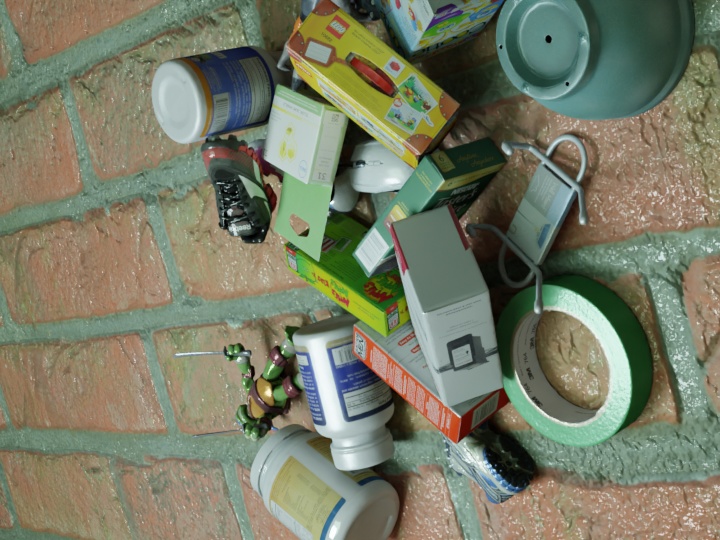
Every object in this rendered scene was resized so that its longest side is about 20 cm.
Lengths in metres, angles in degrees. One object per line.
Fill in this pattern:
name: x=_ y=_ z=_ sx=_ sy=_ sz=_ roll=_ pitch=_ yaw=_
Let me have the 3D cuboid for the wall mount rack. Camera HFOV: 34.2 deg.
wall mount rack: x=0.202 y=-0.051 z=1.336 sx=0.174 sy=0.074 sz=0.202 roll=49 pitch=127 yaw=42

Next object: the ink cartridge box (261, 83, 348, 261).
ink cartridge box: x=-0.083 y=-0.131 z=1.543 sx=0.145 sy=0.047 sz=0.202 roll=34 pitch=114 yaw=55

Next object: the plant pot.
plant pot: x=0.226 y=-0.247 z=1.222 sx=0.199 sy=0.133 sz=0.203 roll=21 pitch=120 yaw=41

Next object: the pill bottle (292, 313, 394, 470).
pill bottle: x=-0.017 y=0.171 z=1.654 sx=0.119 sy=0.119 sz=0.203 roll=-5 pitch=101 yaw=47

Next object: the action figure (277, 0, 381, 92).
action figure: x=-0.028 y=-0.321 z=1.488 sx=0.199 sy=0.104 sz=0.196 roll=30 pitch=126 yaw=32

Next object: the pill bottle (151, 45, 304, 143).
pill bottle: x=-0.175 y=-0.246 z=1.599 sx=0.111 sy=0.199 sz=0.113 roll=20 pitch=119 yaw=40

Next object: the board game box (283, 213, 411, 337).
board game box: x=0.000 y=0.000 z=1.573 sx=0.199 sy=0.101 sz=0.048 roll=33 pitch=146 yaw=36

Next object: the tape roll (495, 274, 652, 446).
tape roll: x=0.251 y=0.108 z=1.398 sx=0.199 sy=0.048 sz=0.203 roll=20 pitch=118 yaw=42

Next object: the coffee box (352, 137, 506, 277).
coffee box: x=0.083 y=-0.076 z=1.450 sx=0.044 sy=0.122 sz=0.200 roll=54 pitch=135 yaw=18

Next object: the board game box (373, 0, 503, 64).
board game box: x=0.088 y=-0.316 z=1.299 sx=0.200 sy=0.102 sz=0.106 roll=143 pitch=104 yaw=-81

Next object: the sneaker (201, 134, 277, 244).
sneaker: x=-0.166 y=-0.104 z=1.597 sx=0.070 sy=0.201 sz=0.099 roll=-4 pitch=61 yaw=13

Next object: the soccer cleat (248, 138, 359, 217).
soccer cleat: x=-0.073 y=-0.153 z=1.636 sx=0.199 sy=0.070 sz=0.087 roll=34 pitch=116 yaw=28

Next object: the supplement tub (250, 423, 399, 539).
supplement tub: x=-0.055 y=0.332 z=1.739 sx=0.199 sy=0.144 sz=0.146 roll=32 pitch=127 yaw=35

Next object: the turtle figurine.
turtle figurine: x=-0.162 y=0.175 z=1.773 sx=0.199 sy=0.145 sz=0.194 roll=35 pitch=121 yaw=-24

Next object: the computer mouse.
computer mouse: x=0.016 y=-0.139 z=1.517 sx=0.198 sy=0.044 sz=0.111 roll=3 pitch=84 yaw=31

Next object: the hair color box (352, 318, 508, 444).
hair color box: x=0.091 y=0.122 z=1.527 sx=0.200 sy=0.101 sz=0.062 roll=41 pitch=147 yaw=30

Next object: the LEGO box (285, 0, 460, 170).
LEGO box: x=0.016 y=-0.216 z=1.387 sx=0.199 sy=0.149 sz=0.077 roll=39 pitch=89 yaw=3

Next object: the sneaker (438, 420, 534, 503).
sneaker: x=0.136 y=0.228 z=1.549 sx=0.200 sy=0.077 sz=0.086 roll=50 pitch=139 yaw=21

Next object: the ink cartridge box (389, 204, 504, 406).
ink cartridge box: x=0.105 y=0.046 z=1.410 sx=0.201 sy=0.082 sz=0.146 roll=73 pitch=177 yaw=-50
